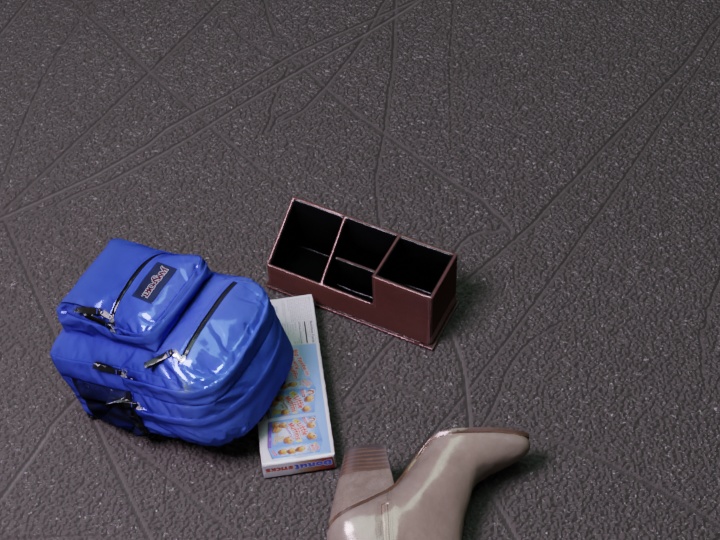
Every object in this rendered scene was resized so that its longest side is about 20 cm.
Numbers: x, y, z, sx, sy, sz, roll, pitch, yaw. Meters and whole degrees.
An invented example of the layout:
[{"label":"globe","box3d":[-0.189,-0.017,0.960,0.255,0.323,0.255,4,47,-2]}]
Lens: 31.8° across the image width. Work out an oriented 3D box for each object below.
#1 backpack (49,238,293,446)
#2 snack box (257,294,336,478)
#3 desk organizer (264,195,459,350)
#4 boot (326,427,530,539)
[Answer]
[{"label":"backpack","box3d":[-0.176,0.070,1.194,0.198,0.169,0.164,15,58,26]},{"label":"snack box","box3d":[-0.071,0.110,1.255,0.071,0.024,0.202,-7,49,-3]},{"label":"desk organizer","box3d":[0.000,0.000,1.313,0.198,0.078,0.072,20,52,19]},{"label":"boot","box3d":[0.067,0.222,1.131,0.197,0.071,0.148,-7,55,-2]}]
